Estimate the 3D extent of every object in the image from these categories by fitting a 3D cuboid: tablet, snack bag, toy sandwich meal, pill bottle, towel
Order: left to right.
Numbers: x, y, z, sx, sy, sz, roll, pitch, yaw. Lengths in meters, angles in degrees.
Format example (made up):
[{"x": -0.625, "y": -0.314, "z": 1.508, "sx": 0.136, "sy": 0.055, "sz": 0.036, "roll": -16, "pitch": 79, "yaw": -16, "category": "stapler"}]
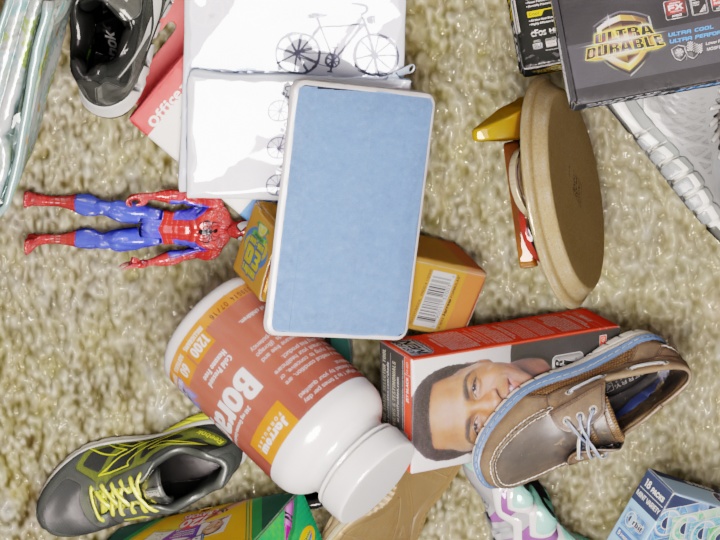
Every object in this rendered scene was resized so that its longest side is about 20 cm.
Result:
[{"x": -0.270, "y": -0.148, "z": 1.628, "sx": 0.048, "sy": 0.171, "sz": 0.201, "roll": 17, "pitch": 103, "yaw": -5, "category": "towel"}, {"x": -0.056, "y": 0.106, "z": 1.641, "sx": 0.200, "sy": 0.112, "sz": 0.112, "roll": 42, "pitch": 103, "yaw": 21, "category": "pill bottle"}, {"x": -0.050, "y": -0.154, "z": 1.629, "sx": 0.187, "sy": 0.021, "sz": 0.201, "roll": 3, "pitch": 102, "yaw": 0, "category": "snack bag"}, {"x": -0.008, "y": -0.046, "z": 1.607, "sx": 0.130, "sy": 0.014, "sz": 0.201, "roll": 3, "pitch": 98, "yaw": -29, "category": "tablet"}, {"x": 0.141, "y": -0.061, "z": 1.630, "sx": 0.070, "sy": 0.205, "sz": 0.206, "roll": -8, "pitch": 104, "yaw": 20, "category": "toy sandwich meal"}]

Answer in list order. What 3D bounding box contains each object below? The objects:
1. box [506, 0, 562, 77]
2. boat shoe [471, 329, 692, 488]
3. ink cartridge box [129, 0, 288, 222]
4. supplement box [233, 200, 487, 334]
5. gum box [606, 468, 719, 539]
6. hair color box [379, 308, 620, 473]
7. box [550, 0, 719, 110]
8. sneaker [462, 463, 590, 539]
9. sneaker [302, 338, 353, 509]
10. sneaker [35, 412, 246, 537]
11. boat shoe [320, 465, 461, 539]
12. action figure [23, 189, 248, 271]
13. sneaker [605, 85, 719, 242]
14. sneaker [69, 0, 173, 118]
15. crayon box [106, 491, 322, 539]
[{"x": 0.212, "y": -0.251, "z": 1.633, "sx": 0.199, "sy": 0.049, "sz": 0.161, "roll": -11, "pitch": 85, "yaw": 4, "category": "box"}, {"x": 0.181, "y": 0.116, "z": 1.654, "sx": 0.200, "sy": 0.072, "sz": 0.072, "roll": -35, "pitch": 118, "yaw": -15, "category": "boat shoe"}, {"x": -0.107, "y": -0.133, "z": 1.680, "sx": 0.200, "sy": 0.067, "sz": 0.116, "roll": 39, "pitch": 102, "yaw": -8, "category": "ink cartridge box"}, {"x": 0.000, "y": 0.000, "z": 1.671, "sx": 0.199, "sy": 0.067, "sz": 0.069, "roll": 14, "pitch": 108, "yaw": -30, "category": "supplement box"}, {"x": 0.266, "y": 0.280, "z": 1.748, "sx": 0.169, "sy": 0.045, "sz": 0.201, "roll": 19, "pitch": 105, "yaw": -35, "category": "gum box"}, {"x": 0.116, "y": 0.098, "z": 1.693, "sx": 0.199, "sy": 0.061, "sz": 0.102, "roll": -9, "pitch": 108, "yaw": -24, "category": "hair color box"}, {"x": 0.242, "y": -0.239, "z": 1.584, "sx": 0.199, "sy": 0.050, "sz": 0.200, "roll": -9, "pitch": 88, "yaw": 3, "category": "box"}, {"x": 0.124, "y": 0.258, "z": 1.768, "sx": 0.140, "sy": 0.078, "sz": 0.200, "roll": -42, "pitch": 99, "yaw": 10, "category": "sneaker"}, {"x": -0.040, "y": 0.107, "z": 1.731, "sx": 0.071, "sy": 0.080, "sz": 0.201, "roll": -5, "pitch": 104, "yaw": 5, "category": "sneaker"}, {"x": -0.192, "y": 0.178, "z": 1.752, "sx": 0.199, "sy": 0.085, "sz": 0.075, "roll": -24, "pitch": 102, "yaw": 7, "category": "sneaker"}, {"x": 0.018, "y": 0.199, "z": 1.762, "sx": 0.074, "sy": 0.069, "sz": 0.200, "roll": 35, "pitch": 97, "yaw": -28, "category": "boat shoe"}, {"x": -0.183, "y": -0.036, "z": 1.719, "sx": 0.199, "sy": 0.052, "sz": 0.066, "roll": 1, "pitch": 100, "yaw": -1, "category": "action figure"}, {"x": 0.293, "y": -0.114, "z": 1.674, "sx": 0.115, "sy": 0.075, "sz": 0.200, "roll": -39, "pitch": 99, "yaw": 8, "category": "sneaker"}, {"x": -0.186, "y": -0.225, "z": 1.625, "sx": 0.066, "sy": 0.090, "sz": 0.201, "roll": 15, "pitch": 84, "yaw": 10, "category": "sneaker"}, {"x": -0.145, "y": 0.252, "z": 1.717, "sx": 0.199, "sy": 0.119, "sz": 0.059, "roll": -15, "pitch": 105, "yaw": 29, "category": "crayon box"}]
